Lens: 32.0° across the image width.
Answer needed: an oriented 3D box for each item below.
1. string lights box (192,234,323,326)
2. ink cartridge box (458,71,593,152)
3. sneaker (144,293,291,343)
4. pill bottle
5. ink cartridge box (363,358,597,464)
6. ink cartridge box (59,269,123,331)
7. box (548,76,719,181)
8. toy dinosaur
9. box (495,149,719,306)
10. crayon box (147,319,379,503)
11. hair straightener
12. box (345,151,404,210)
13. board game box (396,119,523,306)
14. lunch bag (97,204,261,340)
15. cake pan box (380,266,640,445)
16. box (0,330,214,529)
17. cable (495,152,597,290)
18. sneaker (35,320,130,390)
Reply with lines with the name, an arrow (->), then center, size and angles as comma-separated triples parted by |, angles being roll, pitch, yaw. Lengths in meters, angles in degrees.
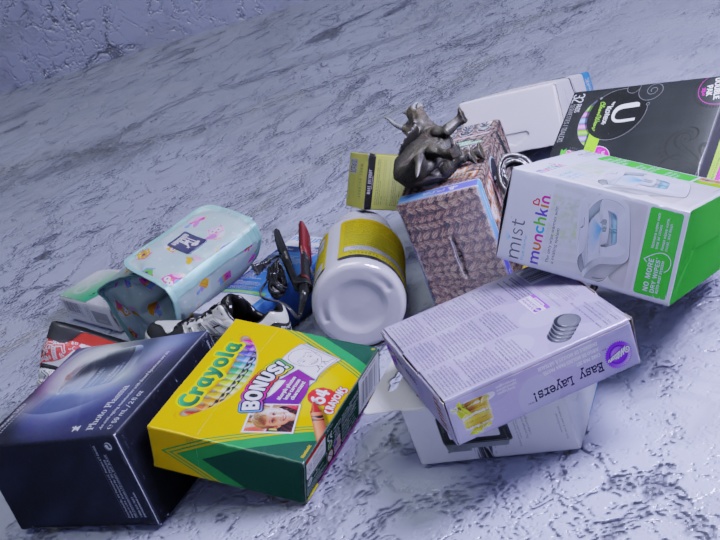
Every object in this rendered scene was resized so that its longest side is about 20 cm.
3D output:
string lights box -> -0.107, 0.028, 1.625 | 0.103, 0.059, 0.200 | 5, 35, 47
ink cartridge box -> 0.240, -0.218, 1.760 | 0.144, 0.084, 0.200 | -10, 8, 25
sneaker -> -0.168, 0.066, 1.503 | 0.199, 0.088, 0.076 | 5, 19, 21
pill bottle -> 0.000, 0.000, 1.522 | 0.111, 0.112, 0.200 | -18, 23, 9
ink cartridge box -> 0.117, 0.121, 1.201 | 0.199, 0.068, 0.116 | -10, 25, 26
ink cartridge box -> -0.329, 0.013, 1.878 | 0.200, 0.050, 0.161 | -39, 28, -30
box -> 0.330, -0.118, 1.413 | 0.200, 0.124, 0.149 | 0, 56, 41
toy dinosaur -> 0.076, -0.123, 1.392 | 0.102, 0.077, 0.200 | -24, 25, 24
box -> 0.255, -0.047, 1.229 | 0.176, 0.097, 0.200 | 18, 18, 26
crayon box -> -0.095, 0.139, 1.299 | 0.172, 0.058, 0.200 | 11, 34, 19
hair straightener -> -0.096, 0.004, 1.561 | 0.077, 0.041, 0.200 | -16, 33, 3
box -> 0.081, -0.113, 1.638 | 0.199, 0.076, 0.050 | 0, 10, -29
board game box -> 0.130, -0.061, 1.479 | 0.097, 0.160, 0.200 | -13, 25, 20
lunch bag -> -0.233, 0.003, 1.663 | 0.170, 0.122, 0.200 | -38, 7, -32
cake pan box -> 0.131, 0.067, 1.156 | 0.184, 0.052, 0.200 | -22, 22, -10
box -> -0.268, 0.173, 1.367 | 0.198, 0.124, 0.200 | -10, 25, 30
cable -> 0.205, -0.040, 1.372 | 0.097, 0.201, 0.050 | -9, -11, 3
sneaker -> -0.302, 0.141, 1.548 | 0.201, 0.108, 0.067 | 17, 0, 5
